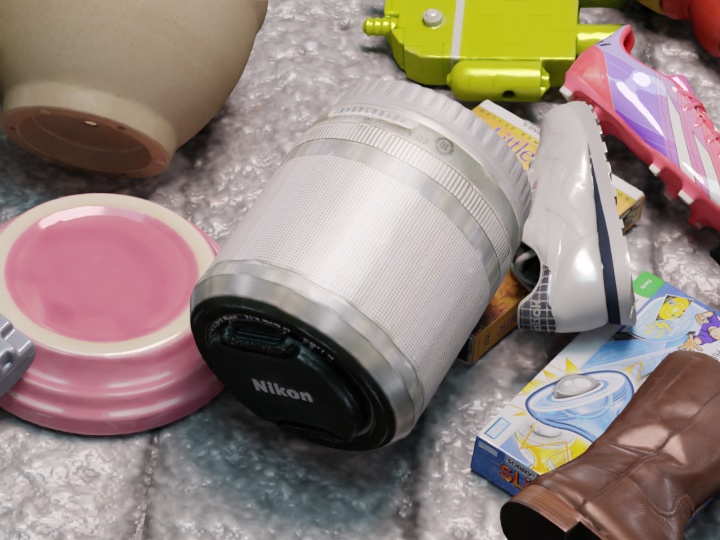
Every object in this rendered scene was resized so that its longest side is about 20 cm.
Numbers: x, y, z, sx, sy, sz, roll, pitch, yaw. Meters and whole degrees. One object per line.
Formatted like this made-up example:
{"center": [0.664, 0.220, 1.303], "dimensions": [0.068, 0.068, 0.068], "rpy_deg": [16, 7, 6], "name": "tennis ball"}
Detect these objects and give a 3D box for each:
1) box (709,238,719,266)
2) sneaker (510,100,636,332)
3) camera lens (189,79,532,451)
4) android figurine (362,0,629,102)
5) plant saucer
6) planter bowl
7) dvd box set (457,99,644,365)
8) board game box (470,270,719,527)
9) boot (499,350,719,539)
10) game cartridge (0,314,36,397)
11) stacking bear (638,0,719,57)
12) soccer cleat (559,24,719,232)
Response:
{"center": [0.357, -0.014, 1.625], "dimensions": [0.160, 0.044, 0.200], "rpy_deg": [46, 54, 10], "name": "box"}
{"center": [0.133, -0.040, 1.593], "dimensions": [0.080, 0.076, 0.200], "rpy_deg": [-11, 42, 6], "name": "sneaker"}
{"center": [0.000, 0.000, 1.488], "dimensions": [0.160, 0.160, 0.200], "rpy_deg": [24, 61, 16], "name": "camera lens"}
{"center": [0.102, -0.195, 1.785], "dimensions": [0.200, 0.041, 0.182], "rpy_deg": [4, 52, 7], "name": "android figurine"}
{"center": [-0.169, 0.018, 1.548], "dimensions": [0.200, 0.051, 0.201], "rpy_deg": [4, 45, -4], "name": "plant saucer"}
{"center": [-0.175, -0.146, 1.631], "dimensions": [0.200, 0.200, 0.135], "rpy_deg": [11, 71, 4], "name": "planter bowl"}
{"center": [0.082, -0.031, 1.645], "dimensions": [0.146, 0.029, 0.200], "rpy_deg": [34, 51, 24], "name": "dvd box set"}
{"center": [0.183, 0.094, 1.529], "dimensions": [0.135, 0.034, 0.200], "rpy_deg": [31, 49, 22], "name": "board game box"}
{"center": [0.211, 0.141, 1.425], "dimensions": [0.186, 0.064, 0.200], "rpy_deg": [37, 47, 23], "name": "boot"}
{"center": [-0.314, 0.079, 1.454], "dimensions": [0.133, 0.042, 0.200], "rpy_deg": [31, 60, 27], "name": "game cartridge"}
{"center": [0.248, -0.240, 1.828], "dimensions": [0.121, 0.114, 0.200], "rpy_deg": [-33, 64, -19], "name": "stacking bear"}
{"center": [0.229, -0.093, 1.681], "dimensions": [0.076, 0.067, 0.200], "rpy_deg": [-45, 67, -4], "name": "soccer cleat"}
